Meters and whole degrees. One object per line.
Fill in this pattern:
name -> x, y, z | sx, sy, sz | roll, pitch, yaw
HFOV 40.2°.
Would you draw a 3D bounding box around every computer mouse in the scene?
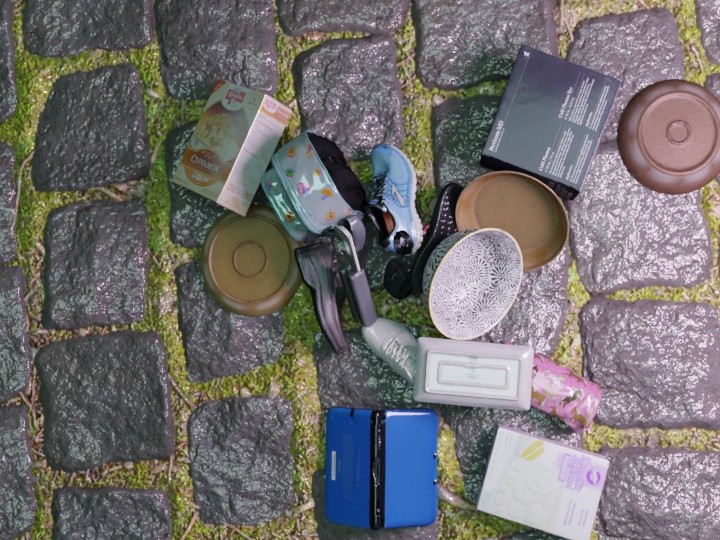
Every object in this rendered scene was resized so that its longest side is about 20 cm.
computer mouse -> 0.063, -0.006, 1.663 | 0.034, 0.201, 0.059 | -27, 64, -16

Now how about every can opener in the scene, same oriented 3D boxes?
can opener -> 0.000, 0.000, 1.671 | 0.066, 0.203, 0.053 | -33, 39, -22

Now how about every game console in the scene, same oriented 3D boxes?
game console -> 0.036, 0.343, 1.731 | 0.168, 0.117, 0.205 | -2, 85, 37

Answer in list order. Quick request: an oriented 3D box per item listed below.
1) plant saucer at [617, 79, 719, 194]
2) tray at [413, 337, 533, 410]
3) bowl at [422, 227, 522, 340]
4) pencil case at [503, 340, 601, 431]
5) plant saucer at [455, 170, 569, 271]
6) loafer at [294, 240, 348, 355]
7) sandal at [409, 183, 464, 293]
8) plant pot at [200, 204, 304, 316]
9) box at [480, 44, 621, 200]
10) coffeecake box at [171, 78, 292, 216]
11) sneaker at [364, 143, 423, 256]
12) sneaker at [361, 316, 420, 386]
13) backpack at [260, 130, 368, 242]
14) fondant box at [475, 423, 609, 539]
plant saucer -> 0.549, -0.235, 1.706 | 0.196, 0.037, 0.205 | 0, 86, 5
tray -> 0.189, 0.174, 1.644 | 0.196, 0.022, 0.110 | 4, 89, 6
bowl -> 0.174, 0.007, 1.683 | 0.202, 0.200, 0.094 | -54, 40, 0
pencil case -> 0.315, 0.199, 1.681 | 0.197, 0.083, 0.088 | 24, 122, 6
plant saucer -> 0.261, -0.091, 1.681 | 0.196, 0.036, 0.203 | 12, 130, 15
loafer -> -0.053, 0.047, 1.729 | 0.071, 0.073, 0.204 | -19, 95, -7
sandal -> 0.133, -0.056, 1.725 | 0.074, 0.045, 0.204 | 18, 93, -35
plant pot -> -0.196, -0.019, 1.770 | 0.196, 0.027, 0.205 | 0, 86, 6
box -> 0.322, -0.252, 1.686 | 0.179, 0.104, 0.203 | 22, 88, 6
coffeecake box -> -0.227, -0.218, 1.724 | 0.152, 0.073, 0.203 | 24, 89, 44
sneaker -> 0.049, -0.127, 1.700 | 0.078, 0.089, 0.204 | -29, 67, 45
sneaker -> 0.083, 0.150, 1.707 | 0.199, 0.080, 0.071 | 39, 93, 8
backpack -> -0.081, -0.142, 1.679 | 0.151, 0.200, 0.178 | -28, 85, 3
fondant box -> 0.310, 0.363, 1.683 | 0.196, 0.058, 0.147 | 16, 88, 5
